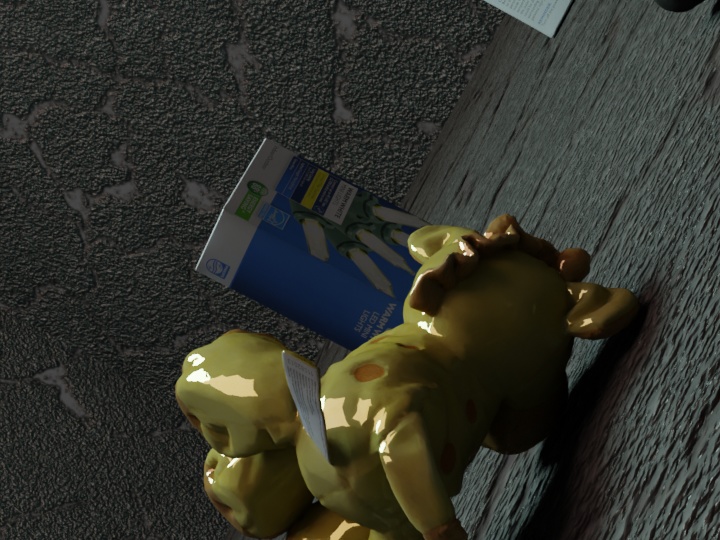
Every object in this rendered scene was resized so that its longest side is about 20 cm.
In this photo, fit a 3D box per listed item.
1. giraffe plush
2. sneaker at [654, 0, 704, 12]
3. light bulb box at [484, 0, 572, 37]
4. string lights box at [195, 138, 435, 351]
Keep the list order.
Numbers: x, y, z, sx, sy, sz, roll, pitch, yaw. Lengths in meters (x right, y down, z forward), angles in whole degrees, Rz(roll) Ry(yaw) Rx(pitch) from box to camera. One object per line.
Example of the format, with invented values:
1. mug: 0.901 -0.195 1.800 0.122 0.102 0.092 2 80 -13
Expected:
1. giraffe plush: 0.030 0.052 0.706 0.162 0.172 0.201 -40 -20 -28
2. sneaker: 0.202 -0.232 0.871 0.201 0.076 0.091 -61 -5 -12
3. light bulb box: 0.160 -0.376 1.822 0.125 0.199 0.198 -61 2 14
4. string lights box: 0.000 0.000 1.074 0.059 0.199 0.103 -61 3 35
